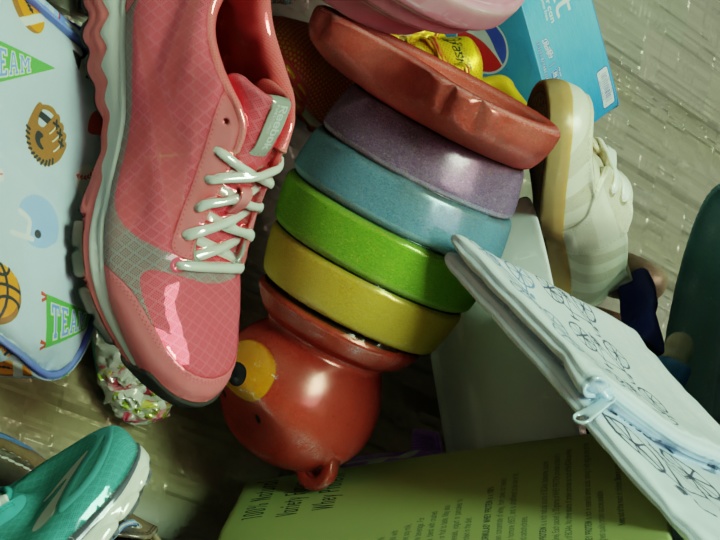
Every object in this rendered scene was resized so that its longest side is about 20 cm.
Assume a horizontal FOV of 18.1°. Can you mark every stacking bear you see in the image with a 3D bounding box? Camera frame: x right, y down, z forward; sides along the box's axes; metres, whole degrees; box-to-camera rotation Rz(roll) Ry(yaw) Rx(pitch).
[{"bbox_3d":[0.000,0.000,1.036,0.114,0.121,0.201,16,105,-53],"label":"stacking bear"}]

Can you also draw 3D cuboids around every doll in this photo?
[{"bbox_3d":[0.143,0.079,1.222,0.200,0.048,0.137,-85,-165,-57],"label":"doll"}]

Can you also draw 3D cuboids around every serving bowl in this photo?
[{"bbox_3d":[0.072,0.065,1.164,0.200,0.066,0.201,-9,90,-88],"label":"serving bowl"}]

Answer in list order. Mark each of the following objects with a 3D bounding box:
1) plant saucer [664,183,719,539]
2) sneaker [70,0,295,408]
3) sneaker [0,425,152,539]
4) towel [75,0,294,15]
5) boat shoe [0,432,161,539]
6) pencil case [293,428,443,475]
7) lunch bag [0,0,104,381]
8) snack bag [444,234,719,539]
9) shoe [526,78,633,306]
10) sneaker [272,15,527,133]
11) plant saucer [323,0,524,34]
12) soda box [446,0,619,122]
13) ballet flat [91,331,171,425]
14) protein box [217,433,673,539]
[{"bbox_3d":[0.191,0.056,1.185,0.200,0.036,0.201,-172,-90,-89],"label":"plant saucer"},{"bbox_3d":[-0.067,-0.044,0.930,0.074,0.087,0.201,0,85,-51],"label":"sneaker"},{"bbox_3d":[-0.175,0.111,0.884,0.199,0.077,0.080,-27,102,-12],"label":"sneaker"},{"bbox_3d":[-0.084,-0.223,1.058,0.146,0.022,0.201,-11,100,-47],"label":"towel"},{"bbox_3d":[-0.123,0.124,0.986,0.200,0.072,0.072,39,64,-42],"label":"boat shoe"},{"bbox_3d":[0.017,0.188,1.137,0.085,0.084,0.201,-13,101,-32],"label":"pencil case"},{"bbox_3d":[-0.170,-0.053,0.928,0.200,0.075,0.161,43,55,-41],"label":"lunch bag"},{"bbox_3d":[0.137,0.074,0.994,0.021,0.200,0.188,-47,145,11],"label":"snack bag"},{"bbox_3d":[0.116,-0.038,1.169,0.200,0.053,0.070,80,3,-62],"label":"shoe"},{"bbox_3d":[0.013,-0.098,1.121,0.200,0.077,0.073,14,36,-55],"label":"sneaker"},{"bbox_3d":[-0.009,-0.181,1.034,0.200,0.051,0.201,38,27,-23],"label":"plant saucer"},{"bbox_3d":[0.072,-0.166,1.201,0.064,0.068,0.201,-36,117,-43],"label":"soda box"},{"bbox_3d":[-0.082,-0.026,1.026,0.075,0.064,0.201,0,96,-48],"label":"ballet flat"},{"bbox_3d":[0.043,0.169,0.986,0.199,0.199,0.135,-65,146,-78],"label":"protein box"}]
